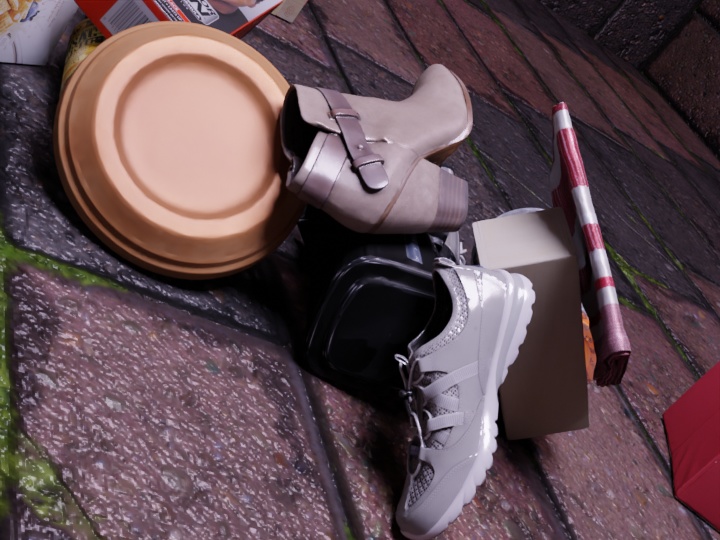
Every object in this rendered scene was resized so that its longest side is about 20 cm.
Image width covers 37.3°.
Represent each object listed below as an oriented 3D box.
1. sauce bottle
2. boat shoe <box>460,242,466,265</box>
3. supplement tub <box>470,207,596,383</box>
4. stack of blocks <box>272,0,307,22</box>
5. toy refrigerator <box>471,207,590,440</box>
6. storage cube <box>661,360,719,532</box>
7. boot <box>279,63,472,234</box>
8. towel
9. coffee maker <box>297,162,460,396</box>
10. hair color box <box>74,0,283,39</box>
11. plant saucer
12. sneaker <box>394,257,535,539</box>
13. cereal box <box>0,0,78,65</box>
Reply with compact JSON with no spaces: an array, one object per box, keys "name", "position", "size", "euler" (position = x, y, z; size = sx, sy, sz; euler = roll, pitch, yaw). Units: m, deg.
[{"name":"sauce bottle","position":[-0.221,-0.180,0.914],"size":[0.066,0.066,0.200],"euler":[27,24,-27]},{"name":"boat shoe","position":[0.069,-0.012,1.040],"size":[0.072,0.069,0.200],"euler":[23,29,-34]},{"name":"supplement tub","position":[0.175,0.032,1.057],"size":[0.122,0.123,0.200],"euler":[33,25,-15]},{"name":"stack of blocks","position":[-0.167,-0.414,1.400],"size":[0.199,0.059,0.115],"euler":[18,32,-41]},{"name":"toy refrigerator","position":[0.145,0.047,0.896],"size":[0.070,0.076,0.201],"euler":[-94,172,-49]},{"name":"storage cube","position":[0.449,0.188,1.122],"size":[0.200,0.180,0.171],"euler":[38,24,-6]},{"name":"boot","position":[0.010,-0.110,0.822],"size":[0.146,0.070,0.201],"euler":[17,44,-21]},{"name":"towel","position":[0.178,-0.014,0.848],"size":[0.144,0.023,0.201],"euler":[59,20,-71]},{"name":"coffee maker","position":[0.000,0.000,0.877],"size":[0.191,0.135,0.200],"euler":[-2,30,-1]},{"name":"hair color box","position":[-0.150,-0.233,0.922],"size":[0.102,0.061,0.200],"euler":[49,28,-11]},{"name":"plant saucer","position":[-0.123,-0.095,0.792],"size":[0.199,0.037,0.201],"euler":[6,75,-25]},{"name":"sneaker","position":[0.053,0.086,0.750],"size":[0.082,0.201,0.075],"euler":[22,-16,-15]},{"name":"cereal box","position":[-0.283,-0.223,0.794],"size":[0.040,0.144,0.200],"euler":[47,25,16]}]
